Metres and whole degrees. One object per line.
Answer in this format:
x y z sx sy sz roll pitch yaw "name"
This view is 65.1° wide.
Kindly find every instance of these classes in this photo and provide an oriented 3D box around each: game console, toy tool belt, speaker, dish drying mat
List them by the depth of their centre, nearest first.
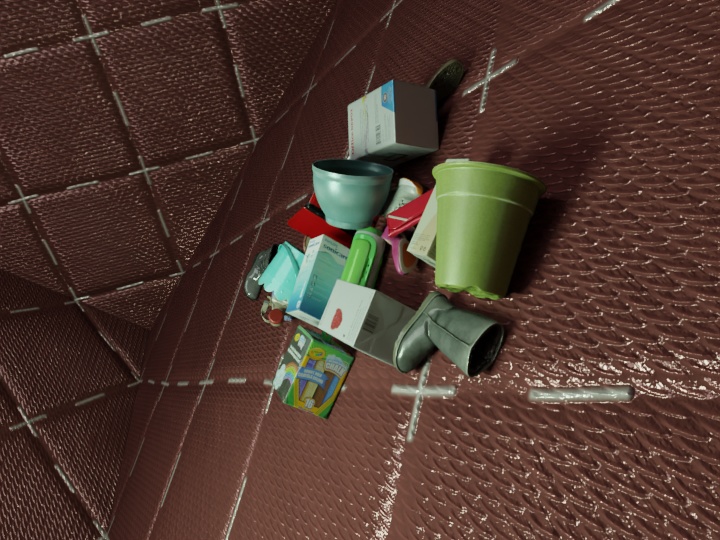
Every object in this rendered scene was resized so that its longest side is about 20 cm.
0.142 -0.144 1.231 0.196 0.018 0.078 -29 36 24 "dish drying mat"
0.000 0.000 1.369 0.088 0.087 0.206 -9 58 59 "speaker"
-0.066 -0.153 1.499 0.118 0.196 0.177 19 82 62 "game console"
-0.229 0.095 1.716 0.124 0.120 0.205 99 -175 -60 "toy tool belt"

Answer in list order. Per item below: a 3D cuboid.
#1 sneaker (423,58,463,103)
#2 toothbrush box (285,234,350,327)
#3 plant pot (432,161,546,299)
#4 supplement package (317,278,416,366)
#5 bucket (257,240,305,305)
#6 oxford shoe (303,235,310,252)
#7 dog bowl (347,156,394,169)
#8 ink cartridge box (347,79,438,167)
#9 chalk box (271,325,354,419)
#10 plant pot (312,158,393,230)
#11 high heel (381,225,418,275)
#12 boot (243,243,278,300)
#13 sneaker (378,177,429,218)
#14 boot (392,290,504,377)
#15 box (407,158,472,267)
0.183 -0.464 1.448 0.201 0.069 0.077 -50 36 29 "sneaker"
-0.084 0.036 1.425 0.084 0.144 0.206 -12 57 57 "toothbrush box"
0.199 -0.058 0.955 0.198 0.195 0.197 5 83 62 "plant pot"
0.010 0.107 1.210 0.199 0.117 0.125 12 77 64 "supplement package"
-0.168 0.024 1.547 0.137 0.204 0.206 -58 26 0 "bucket"
-0.133 -0.053 1.716 0.073 0.071 0.205 -16 48 24 "oxford shoe"
0.008 -0.259 1.593 0.200 0.077 0.205 -44 32 37 "dog bowl"
0.077 -0.359 1.410 0.197 0.142 0.153 -6 86 55 "ink cartridge box"
-0.104 0.216 1.330 0.205 0.122 0.124 -63 25 -1 "chalk box"
-0.022 -0.179 1.351 0.201 0.193 0.139 -131 43 -62 "plant pot"
0.077 -0.044 1.270 0.095 0.067 0.204 -34 33 30 "high heel"
-0.363 0.002 2.087 0.130 0.069 0.207 -21 53 48 "boot"
0.100 -0.162 1.354 0.199 0.074 0.095 -173 100 -71 "sneaker"
0.149 0.138 0.993 0.186 0.071 0.199 -63 32 7 "boot"
0.181 -0.107 1.111 0.077 0.093 0.205 19 85 63 "box"
